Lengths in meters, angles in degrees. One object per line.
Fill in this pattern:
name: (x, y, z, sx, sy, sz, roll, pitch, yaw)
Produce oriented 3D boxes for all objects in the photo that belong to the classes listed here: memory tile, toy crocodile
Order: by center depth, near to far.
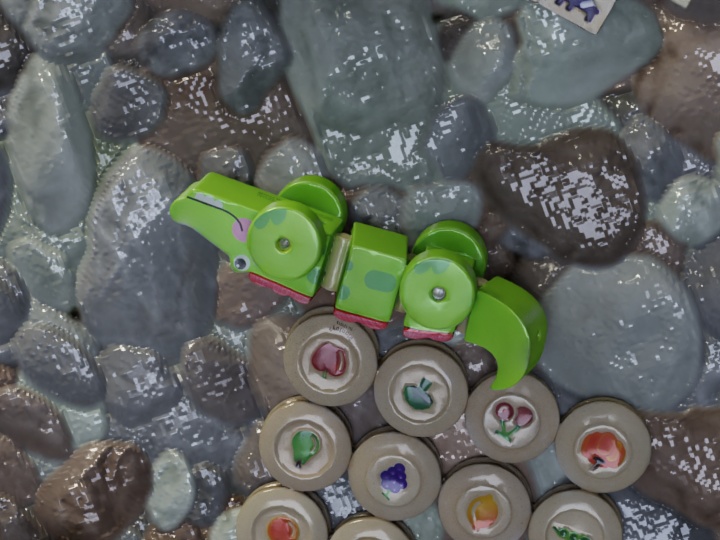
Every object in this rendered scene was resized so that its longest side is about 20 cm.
toy crocodile: (0.000, 0.000, 1.361, 0.199, 0.068, 0.062, 19, 109, 1)
memory tile: (0.041, 0.114, 1.417, 0.199, 0.017, 0.154, 18, 108, 2)

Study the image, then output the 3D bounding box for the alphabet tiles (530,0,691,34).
alphabet tiles: (0.119, -0.223, 1.309, 0.166, 0.006, 0.201, 29, 108, -1)
